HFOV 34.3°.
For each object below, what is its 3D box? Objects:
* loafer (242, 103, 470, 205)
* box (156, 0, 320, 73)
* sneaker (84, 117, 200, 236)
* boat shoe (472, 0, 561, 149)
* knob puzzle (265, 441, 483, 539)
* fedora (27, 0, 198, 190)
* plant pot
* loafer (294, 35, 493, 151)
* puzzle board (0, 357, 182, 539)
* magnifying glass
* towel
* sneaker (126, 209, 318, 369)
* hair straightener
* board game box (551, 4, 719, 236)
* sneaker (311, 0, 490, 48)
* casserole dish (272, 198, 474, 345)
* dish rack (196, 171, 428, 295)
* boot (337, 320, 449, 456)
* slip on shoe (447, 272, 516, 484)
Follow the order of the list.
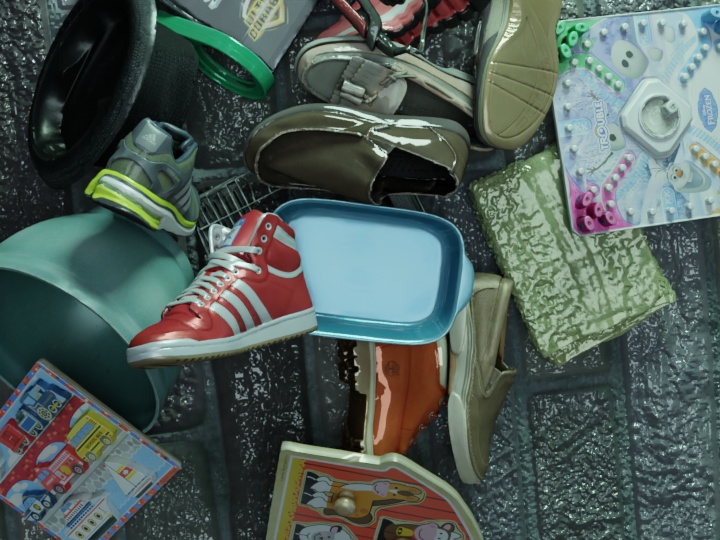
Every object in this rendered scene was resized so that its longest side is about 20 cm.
[{"bbox_3d":[-0.001,-0.096,1.000,0.200,0.071,0.073,-2,131,-3],"label":"loafer"},{"bbox_3d":[-0.092,-0.301,1.049,0.159,0.046,0.200,34,92,-8],"label":"box"},{"bbox_3d":[-0.161,-0.078,0.964,0.074,0.200,0.081,29,93,-1],"label":"sneaker"},{"bbox_3d":[0.135,-0.199,1.052,0.072,0.065,0.200,15,77,-24],"label":"boat shoe"},{"bbox_3d":[0.015,0.241,1.069,0.219,0.030,0.220,4,130,4],"label":"knob puzzle"},{"bbox_3d":[-0.207,-0.155,1.014,0.092,0.201,0.201,17,95,-40],"label":"fedora"},{"bbox_3d":[-0.227,0.028,1.008,0.200,0.200,0.134,38,50,-8],"label":"plant pot"},{"bbox_3d":[0.040,-0.154,1.037,0.200,0.063,0.072,11,134,-24],"label":"loafer"},{"bbox_3d":[-0.265,0.176,1.039,0.151,0.017,0.200,39,130,-8],"label":"puzzle board"},{"bbox_3d":[-0.166,-0.214,1.045,0.200,0.080,0.022,29,75,3],"label":"magnifying glass"},{"bbox_3d":[0.199,-0.022,1.110,0.148,0.036,0.200,-27,98,-1],"label":"towel"},{"bbox_3d":[-0.116,0.013,0.939,0.071,0.200,0.113,-8,93,36],"label":"sneaker"},{"bbox_3d":[-0.008,-0.263,0.995,0.077,0.041,0.200,-42,82,4],"label":"hair straightener"},{"bbox_3d":[0.279,-0.143,1.084,0.200,0.026,0.200,-8,90,-13],"label":"board game box"},{"bbox_3d":[0.028,-0.238,1.065,0.200,0.074,0.087,-30,53,13],"label":"sneaker"},{"bbox_3d":[0.000,0.000,1.040,0.200,0.039,0.121,7,96,-4],"label":"casserole dish"},{"bbox_3d":[-0.044,-0.045,1.078,0.200,0.055,0.154,-27,96,0],"label":"dish rack"},{"bbox_3d":[0.037,0.143,1.098,0.107,0.075,0.200,-3,102,-18],"label":"boot"},{"bbox_3d":[0.116,0.102,1.095,0.061,0.076,0.200,-1,90,12],"label":"slip on shoe"}]
